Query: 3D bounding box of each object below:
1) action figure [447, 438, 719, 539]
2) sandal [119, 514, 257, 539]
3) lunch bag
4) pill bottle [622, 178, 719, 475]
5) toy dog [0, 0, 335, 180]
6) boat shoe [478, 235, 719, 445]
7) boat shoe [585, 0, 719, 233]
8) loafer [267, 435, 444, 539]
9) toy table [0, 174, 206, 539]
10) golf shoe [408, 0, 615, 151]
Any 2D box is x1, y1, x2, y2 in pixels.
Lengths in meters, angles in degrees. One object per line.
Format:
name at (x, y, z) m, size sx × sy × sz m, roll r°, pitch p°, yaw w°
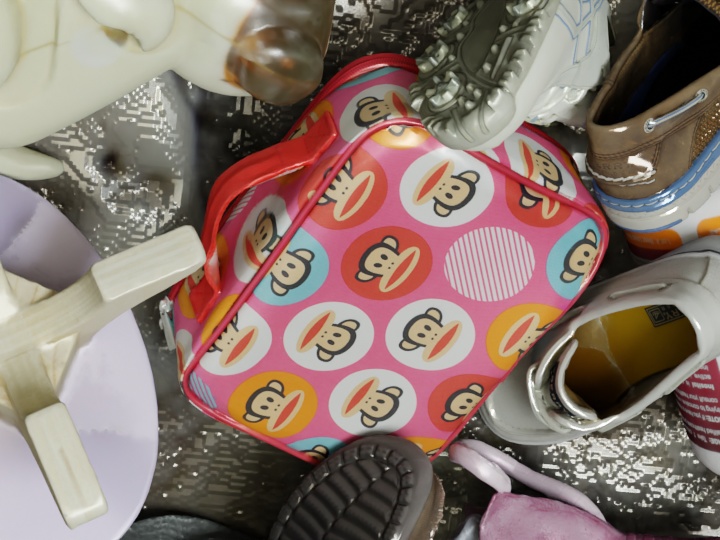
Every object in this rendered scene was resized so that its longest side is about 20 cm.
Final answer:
action figure at (0.145, 0.157, 0.944) m, size 0.199 × 0.134 × 0.149 m, roll 0°, pitch 93°, yaw 8°
sandal at (-0.047, 0.175, 0.955) m, size 0.200 × 0.048 × 0.075 m, roll 19°, pitch 60°, yaw -14°
lunch bag at (0.000, 0.000, 0.874) m, size 0.176 × 0.082 × 0.200 m, roll 26°, pitch 118°, yaw -29°
pill bottle at (0.208, 0.034, 0.919) m, size 0.113 × 0.113 × 0.200 m, roll -19°, pitch 106°, yaw 1°
toy dog at (-0.110, -0.123, 0.844) m, size 0.199 × 0.140 × 0.194 m, roll -5°, pitch 118°, yaw -3°
boat shoe at (0.111, 0.047, 0.882) m, size 0.070 × 0.200 × 0.071 m, roll -32°, pitch 92°, yaw -40°
boat shoe at (0.171, -0.112, 0.857) m, size 0.200 × 0.072 × 0.072 m, roll -57°, pitch 138°, yaw -23°
loafer at (-0.014, 0.172, 0.906) m, size 0.071 × 0.073 × 0.200 m, roll 17°, pitch 106°, yaw -48°
toy table at (-0.161, 0.036, 0.841) m, size 0.184 × 0.117 × 0.200 m, roll -35°, pitch 87°, yaw -15°
golf shoe at (0.086, -0.098, 0.836) m, size 0.078 × 0.200 × 0.097 m, roll -26°, pitch 113°, yaw 31°
